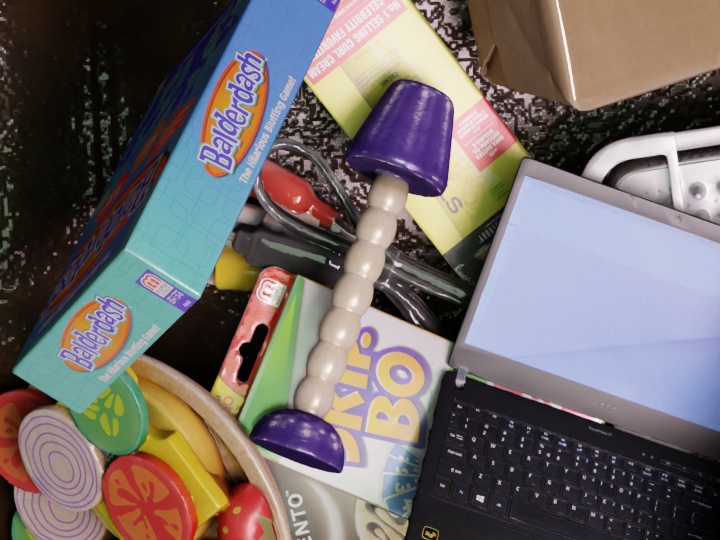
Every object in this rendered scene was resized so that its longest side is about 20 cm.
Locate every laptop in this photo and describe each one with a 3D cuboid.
[{"bbox_3d":[0.131,0.073,1.117,0.176,0.201,0.104,19,140,-3],"label":"laptop"}]

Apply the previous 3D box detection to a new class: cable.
[{"bbox_3d":[0.001,-0.011,1.207,0.198,0.050,0.098,19,107,-4],"label":"cable"}]

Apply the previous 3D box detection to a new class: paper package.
[{"bbox_3d":[0.152,-0.198,1.135,0.198,0.103,0.192,-19,109,-18],"label":"paper package"}]

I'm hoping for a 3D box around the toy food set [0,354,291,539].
[{"bbox_3d":[-0.120,0.131,1.191,0.198,0.049,0.200,52,135,4],"label":"toy food set"}]

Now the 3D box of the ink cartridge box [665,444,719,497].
[{"bbox_3d":[0.256,0.147,1.251,0.198,0.083,0.148,-4,127,-6],"label":"ink cartridge box"}]

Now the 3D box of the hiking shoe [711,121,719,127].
[{"bbox_3d":[0.256,-0.095,1.222,0.199,0.101,0.076,-21,138,22],"label":"hiking shoe"}]

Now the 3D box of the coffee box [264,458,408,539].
[{"bbox_3d":[0.027,0.123,1.239,0.198,0.080,0.114,-14,104,-4],"label":"coffee box"}]

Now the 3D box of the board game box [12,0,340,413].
[{"bbox_3d":[-0.089,-0.044,1.097,0.045,0.152,0.201,32,54,-13],"label":"board game box"}]

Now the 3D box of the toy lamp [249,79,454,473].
[{"bbox_3d":[0.000,0.000,1.140,0.058,0.058,0.202,21,78,-12],"label":"toy lamp"}]

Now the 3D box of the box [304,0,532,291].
[{"bbox_3d":[0.041,-0.071,1.207,0.075,0.050,0.200,-37,105,4],"label":"box"}]

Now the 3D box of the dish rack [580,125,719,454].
[{"bbox_3d":[0.221,0.002,1.175,0.198,0.044,0.173,-8,102,10],"label":"dish rack"}]

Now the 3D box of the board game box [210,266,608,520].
[{"bbox_3d":[0.022,0.078,1.178,0.198,0.030,0.096,23,87,-1],"label":"board game box"}]
